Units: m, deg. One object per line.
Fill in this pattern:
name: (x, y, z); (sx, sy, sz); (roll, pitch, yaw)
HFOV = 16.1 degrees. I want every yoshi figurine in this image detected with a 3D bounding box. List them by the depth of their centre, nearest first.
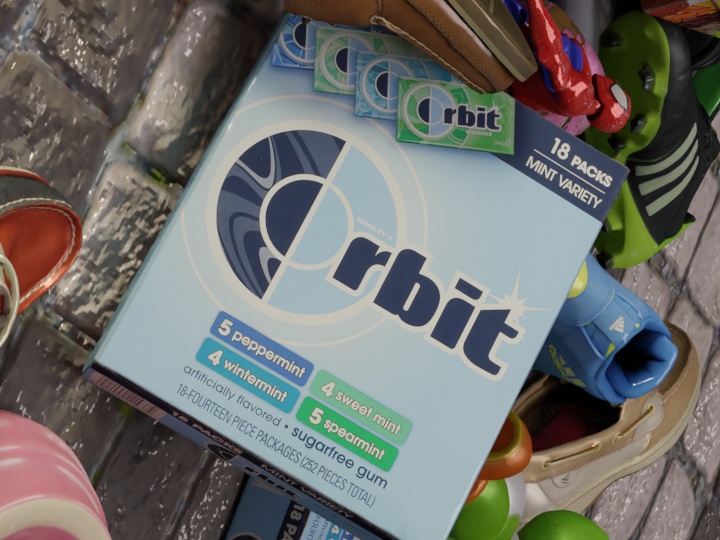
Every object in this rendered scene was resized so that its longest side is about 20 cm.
yoshi figurine: (0.077, 0.121, 1.273); (0.113, 0.111, 0.201); (-61, 150, -33)

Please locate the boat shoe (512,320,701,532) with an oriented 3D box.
boat shoe: (0.135, 0.078, 1.456); (0.200, 0.073, 0.070); (-40, 142, -41)

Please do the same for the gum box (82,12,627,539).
gum box: (0.000, 0.000, 1.117); (0.201, 0.169, 0.045); (-62, -172, -16)

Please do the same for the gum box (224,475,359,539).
gum box: (-0.011, 0.179, 1.300); (0.200, 0.044, 0.171); (31, 77, -57)

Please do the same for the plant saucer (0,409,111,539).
plant saucer: (-0.163, 0.159, 1.044); (0.200, 0.051, 0.202); (-31, 129, -47)

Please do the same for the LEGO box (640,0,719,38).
LEGO box: (0.186, -0.227, 1.305); (0.149, 0.077, 0.202); (3, 75, -63)

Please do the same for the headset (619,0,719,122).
headset: (0.210, -0.153, 1.447); (0.123, 0.094, 0.201); (-36, 144, -45)

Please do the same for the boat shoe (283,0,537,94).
boat shoe: (-0.009, -0.139, 1.078); (0.068, 0.072, 0.200); (-41, 112, 14)

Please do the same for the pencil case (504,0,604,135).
pencil case: (0.044, -0.052, 1.243); (0.200, 0.086, 0.083); (-48, 111, -35)

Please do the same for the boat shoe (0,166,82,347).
boat shoe: (-0.167, 0.015, 0.960); (0.200, 0.062, 0.072); (-30, 126, -50)

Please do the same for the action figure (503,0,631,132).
action figure: (0.057, -0.125, 1.172); (0.200, 0.065, 0.052); (40, 78, -29)

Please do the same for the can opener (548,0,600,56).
can opener: (0.087, -0.172, 1.301); (0.066, 0.053, 0.201); (-11, 119, -20)

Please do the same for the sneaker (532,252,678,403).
sneaker: (0.108, 0.038, 1.319); (0.076, 0.105, 0.200); (-45, 167, -5)

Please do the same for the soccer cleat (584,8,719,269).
soccer cleat: (0.161, -0.079, 1.396); (0.081, 0.068, 0.201); (-28, 149, -21)
